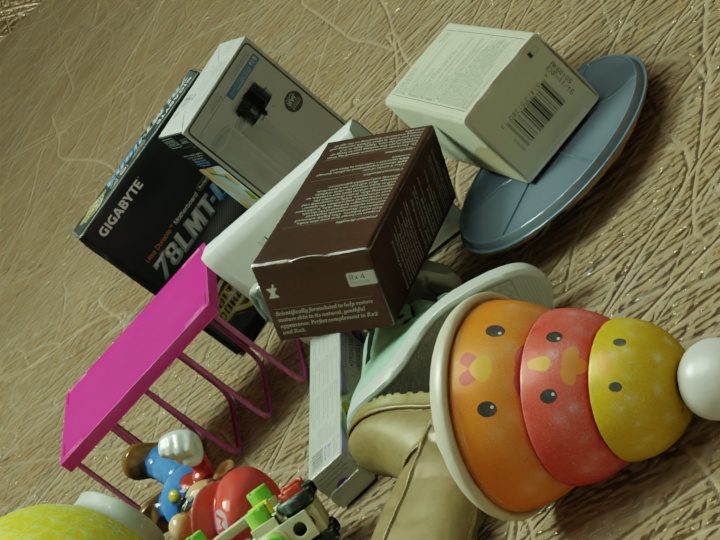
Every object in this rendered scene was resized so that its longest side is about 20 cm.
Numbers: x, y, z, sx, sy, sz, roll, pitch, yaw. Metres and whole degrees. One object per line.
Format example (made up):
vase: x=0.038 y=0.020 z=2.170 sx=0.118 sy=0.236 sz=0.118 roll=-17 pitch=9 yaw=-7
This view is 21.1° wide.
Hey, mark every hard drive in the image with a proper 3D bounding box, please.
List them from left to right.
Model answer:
hard drive: x=-0.025 y=-0.029 z=1.670 sx=0.200 sy=0.132 sz=0.027 roll=-38 pitch=22 yaw=33

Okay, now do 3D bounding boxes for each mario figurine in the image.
mario figurine: x=-0.147 y=0.194 z=1.589 sx=0.106 sy=0.123 sz=0.200 roll=-59 pitch=26 yaw=-14

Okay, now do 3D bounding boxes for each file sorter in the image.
file sorter: x=-0.157 y=0.108 z=1.742 sx=0.200 sy=0.125 sz=0.139 roll=-47 pitch=20 yaw=13

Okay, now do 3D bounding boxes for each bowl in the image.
bowl: x=-0.216 y=0.243 z=1.551 sx=0.200 sy=0.200 sz=0.108 roll=-19 pitch=37 yaw=55

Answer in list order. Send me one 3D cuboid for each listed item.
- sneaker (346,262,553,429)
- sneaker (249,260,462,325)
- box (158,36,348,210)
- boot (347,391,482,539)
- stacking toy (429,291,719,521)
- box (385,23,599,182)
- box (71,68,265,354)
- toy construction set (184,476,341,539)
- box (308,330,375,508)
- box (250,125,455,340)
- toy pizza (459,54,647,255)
sneaker: x=0.064 y=0.036 z=1.463 sx=0.200 sy=0.074 sz=0.119 roll=-41 pitch=23 yaw=28
sneaker: x=0.000 y=0.000 z=1.589 sx=0.199 sy=0.075 sz=0.082 roll=2 pitch=49 yaw=35
box: x=-0.074 y=-0.111 z=1.809 sx=0.117 sy=0.200 sz=0.060 roll=-57 pitch=23 yaw=-18
boot: x=0.022 y=0.179 z=1.341 sx=0.175 sy=0.066 sz=0.201 roll=-25 pitch=36 yaw=51
stacking toy: x=0.155 y=0.071 z=1.186 sx=0.199 sy=0.146 sz=0.147 roll=-13 pitch=41 yaw=35
box: x=0.102 y=-0.139 z=1.567 sx=0.095 sy=0.078 sz=0.200 roll=-50 pitch=19 yaw=-2
box: x=-0.140 y=-0.056 z=1.860 sx=0.200 sy=0.198 sz=0.050 roll=-54 pitch=21 yaw=-5
toy construction set: x=-0.075 y=0.214 z=1.408 sx=0.131 sy=0.092 sz=0.200 roll=-34 pitch=14 yaw=-1
box: x=-0.015 y=0.110 z=1.561 sx=0.041 sy=0.039 sz=0.200 roll=-43 pitch=23 yaw=21
box: x=-0.001 y=-0.032 z=1.508 sx=0.100 sy=0.075 sz=0.200 roll=-8 pitch=27 yaw=24
toy pizza: x=0.155 y=-0.087 z=1.519 sx=0.200 sy=0.032 sz=0.201 roll=-43 pitch=20 yaw=19
